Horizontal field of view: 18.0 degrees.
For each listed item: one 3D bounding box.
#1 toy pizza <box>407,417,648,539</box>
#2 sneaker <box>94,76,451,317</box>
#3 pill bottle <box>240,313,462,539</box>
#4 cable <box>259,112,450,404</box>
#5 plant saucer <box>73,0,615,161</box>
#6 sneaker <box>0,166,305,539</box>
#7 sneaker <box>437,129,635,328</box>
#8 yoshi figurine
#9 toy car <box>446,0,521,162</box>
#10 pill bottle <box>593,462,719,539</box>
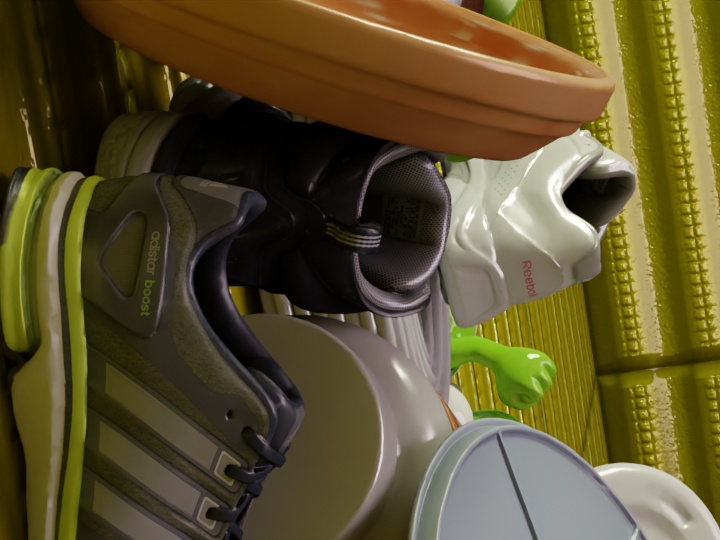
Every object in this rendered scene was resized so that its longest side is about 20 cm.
[{"bbox_3d":[0.066,0.147,0.755,0.200,0.032,0.201,40,37,-40],"label":"toy pizza"},{"bbox_3d":[-0.021,-0.024,0.816,0.200,0.113,0.076,-42,138,-77],"label":"sneaker"},{"bbox_3d":[-0.014,0.080,0.812,0.200,0.111,0.113,54,30,-71],"label":"pill bottle"},{"bbox_3d":[0.000,0.000,1.085,0.200,0.069,0.201,-43,125,-78],"label":"cable"},{"bbox_3d":[-0.014,-0.079,0.763,0.200,0.199,0.038,-44,154,-78],"label":"plant saucer"},{"bbox_3d":[-0.055,0.065,0.674,0.074,0.080,0.202,-37,118,-79],"label":"sneaker"},{"bbox_3d":[0.087,-0.049,1.137,0.201,0.099,0.078,-88,168,-48],"label":"sneaker"},{"bbox_3d":[0.052,0.056,1.253,0.113,0.111,0.201,77,12,-65],"label":"yoshi figurine"},{"bbox_3d":[0.052,-0.179,0.991,0.164,0.200,0.158,38,32,-26],"label":"toy car"},{"bbox_3d":[0.114,0.182,1.291,0.200,0.119,0.121,146,-59,-66],"label":"pill bottle"}]
